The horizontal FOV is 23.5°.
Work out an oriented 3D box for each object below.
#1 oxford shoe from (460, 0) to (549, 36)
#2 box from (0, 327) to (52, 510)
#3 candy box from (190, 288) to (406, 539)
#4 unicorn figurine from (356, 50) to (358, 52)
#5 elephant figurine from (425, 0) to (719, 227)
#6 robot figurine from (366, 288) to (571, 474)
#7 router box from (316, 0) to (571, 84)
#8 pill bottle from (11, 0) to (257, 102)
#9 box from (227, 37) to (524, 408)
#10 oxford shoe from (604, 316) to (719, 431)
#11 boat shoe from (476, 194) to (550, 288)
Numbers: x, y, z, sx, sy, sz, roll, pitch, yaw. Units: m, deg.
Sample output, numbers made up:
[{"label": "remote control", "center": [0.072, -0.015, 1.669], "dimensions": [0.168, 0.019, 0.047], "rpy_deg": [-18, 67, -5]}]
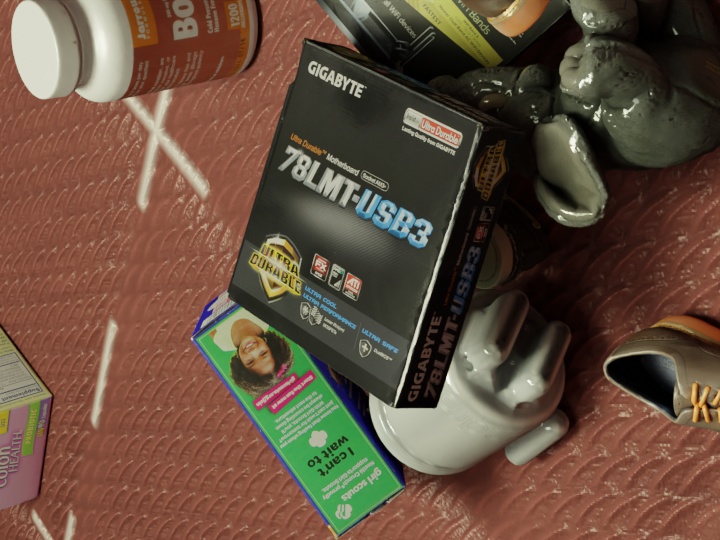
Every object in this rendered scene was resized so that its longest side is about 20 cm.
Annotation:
[{"label": "oxford shoe", "center": [0.103, -0.253, 1.121], "dimensions": [0.071, 0.073, 0.201], "rpy_deg": [-26, 42, 53]}, {"label": "box", "center": [-0.478, 0.168, 2.147], "dimensions": [0.200, 0.096, 0.177], "rpy_deg": [46, 136, 35]}, {"label": "candy box", "center": [-0.049, 0.101, 1.423], "dimensions": [0.200, 0.077, 0.169], "rpy_deg": [53, -176, -6]}, {"label": "unicorn figurine", "center": [0.040, -0.226, 1.306], "dimensions": [0.137, 0.074, 0.201], "rpy_deg": [-23, 99, 45]}, {"label": "elephant figurine", "center": [0.150, -0.100, 1.149], "dimensions": [0.200, 0.141, 0.156], "rpy_deg": [-47, 45, 48]}, {"label": "robot figurine", "center": [0.079, 0.088, 1.328], "dimensions": [0.169, 0.113, 0.200], "rpy_deg": [38, 143, -7]}, {"label": "router box", "center": [0.043, -0.223, 1.221], "dimensions": [0.200, 0.052, 0.157], "rpy_deg": [50, 128, -3]}, {"label": "pill bottle", "center": [-0.198, -0.210, 1.517], "dimensions": [0.112, 0.199, 0.113], "rpy_deg": [26, 124, 46]}, {"label": "box", "center": [0.005, -0.036, 1.189], "dimensions": [0.200, 0.049, 0.200], "rpy_deg": [32, 111, 44]}, {"label": "oxford shoe", "center": [0.245, 0.087, 1.122], "dimensions": [0.199, 0.073, 0.072], "rpy_deg": [19, 118, 50]}, {"label": "boat shoe", "center": [0.062, -0.051, 1.342], "dimensions": [0.201, 0.060, 0.072], "rpy_deg": [40, 132, 38]}]
